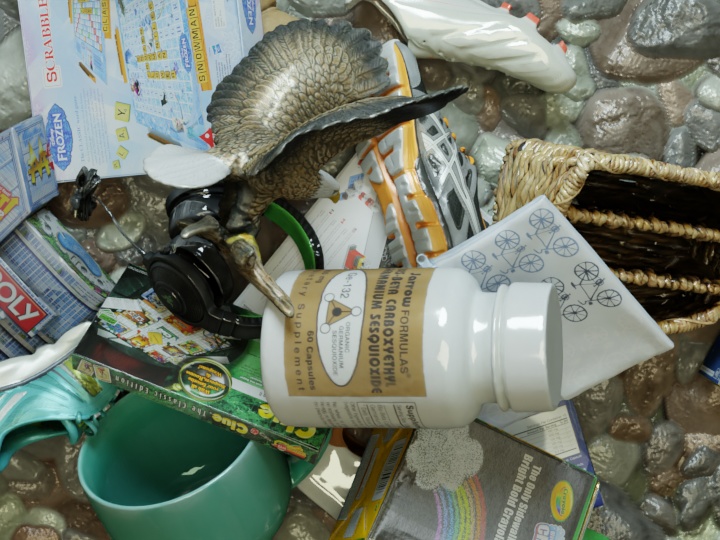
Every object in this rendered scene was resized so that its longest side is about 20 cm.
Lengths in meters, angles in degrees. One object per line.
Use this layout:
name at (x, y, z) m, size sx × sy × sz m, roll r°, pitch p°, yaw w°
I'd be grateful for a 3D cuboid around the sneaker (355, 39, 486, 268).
sneaker at (0.050, -0.085, 1.130) m, size 0.077 × 0.078 × 0.201 m, roll -8°, pitch 80°, yaw -29°

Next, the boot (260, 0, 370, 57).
boot at (-0.076, -0.242, 1.121) m, size 0.174 × 0.066 × 0.201 m, roll -3°, pitch 97°, yaw 21°

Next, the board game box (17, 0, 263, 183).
board game box at (-0.170, -0.174, 1.118) m, size 0.199 × 0.041 × 0.201 m, roll -2°, pitch 97°, yaw 24°

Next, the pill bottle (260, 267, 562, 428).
pill bottle at (0.039, 0.055, 1.019) m, size 0.199 × 0.114 × 0.115 m, roll -1°, pitch 96°, yaw 16°

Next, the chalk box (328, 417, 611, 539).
chalk box at (0.097, 0.198, 1.118) m, size 0.199 × 0.124 × 0.125 m, roll 27°, pitch 73°, yaw -10°

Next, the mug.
mug at (-0.117, 0.170, 1.133) m, size 0.184 × 0.152 × 0.115 m, roll -2°, pitch 129°, yaw 24°

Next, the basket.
basket at (0.213, -0.016, 1.118) m, size 0.199 × 0.149 × 0.143 m, roll 9°, pitch 96°, yaw -20°

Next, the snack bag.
snack bag at (0.109, 0.046, 1.099) m, size 0.200 × 0.021 × 0.189 m, roll -29°, pitch 125°, yaw 25°

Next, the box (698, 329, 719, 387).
box at (0.360, 0.016, 1.189) m, size 0.064 × 0.070 × 0.201 m, roll 27°, pitch 94°, yaw -4°

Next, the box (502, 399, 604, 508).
box at (0.118, 0.118, 1.207) m, size 0.121 × 0.032 × 0.201 m, roll -17°, pitch 96°, yaw -1°

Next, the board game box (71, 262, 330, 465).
board game box at (-0.109, 0.070, 1.103) m, size 0.199 × 0.105 × 0.024 m, roll 22°, pitch 135°, yaw 5°

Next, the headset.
headset at (-0.123, -0.025, 1.096) m, size 0.199 × 0.094 × 0.124 m, roll 17°, pitch 57°, yaw -7°

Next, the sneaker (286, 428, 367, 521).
sneaker at (0.035, 0.194, 1.191) m, size 0.200 × 0.073 × 0.085 m, roll 39°, pitch 95°, yaw -5°

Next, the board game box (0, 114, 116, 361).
board game box at (-0.293, -0.016, 1.134) m, size 0.200 × 0.062 × 0.200 m, roll -40°, pitch 97°, yaw 18°

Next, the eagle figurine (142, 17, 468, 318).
eagle figurine at (-0.042, -0.091, 1.018) m, size 0.152 × 0.151 × 0.200 m, roll 36°, pitch 96°, yaw 4°

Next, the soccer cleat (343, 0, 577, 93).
soccer cleat at (0.080, -0.190, 1.155) m, size 0.200 × 0.069 × 0.078 m, roll 34°, pitch 84°, yaw 2°

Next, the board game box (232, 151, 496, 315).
board game box at (0.000, 0.000, 1.169) m, size 0.126 × 0.035 × 0.200 m, roll 39°, pitch 85°, yaw 2°

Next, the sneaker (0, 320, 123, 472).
sneaker at (-0.222, 0.097, 1.139) m, size 0.199 × 0.078 × 0.080 m, roll -26°, pitch 63°, yaw -13°
